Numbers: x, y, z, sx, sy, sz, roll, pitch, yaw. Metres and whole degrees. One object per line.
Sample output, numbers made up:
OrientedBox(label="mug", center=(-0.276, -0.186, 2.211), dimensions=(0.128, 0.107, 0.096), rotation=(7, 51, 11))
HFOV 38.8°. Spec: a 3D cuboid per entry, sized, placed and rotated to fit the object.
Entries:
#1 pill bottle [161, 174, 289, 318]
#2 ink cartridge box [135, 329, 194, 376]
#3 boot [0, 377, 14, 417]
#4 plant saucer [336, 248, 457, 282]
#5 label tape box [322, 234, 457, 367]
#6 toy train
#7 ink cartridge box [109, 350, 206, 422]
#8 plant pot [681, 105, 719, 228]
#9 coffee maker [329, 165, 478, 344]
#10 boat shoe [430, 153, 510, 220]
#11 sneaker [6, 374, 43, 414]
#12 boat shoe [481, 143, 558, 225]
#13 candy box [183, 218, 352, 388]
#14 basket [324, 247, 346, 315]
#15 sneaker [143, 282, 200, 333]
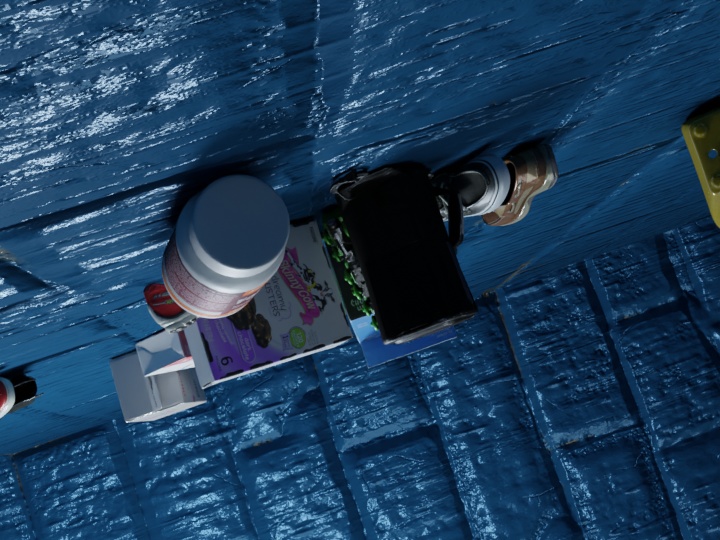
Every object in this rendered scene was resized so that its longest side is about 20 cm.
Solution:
OrientedBox(label="pill bottle", center=(-0.141, -0.023, 1.068), dimensions=(0.113, 0.115, 0.200), rotation=(-16, 172, -20))
OrientedBox(label="ink cartridge box", center=(-0.309, 0.140, 1.926), dimensions=(0.116, 0.068, 0.199), rotation=(-24, 170, 32))
OrientedBox(label="boot", center=(-0.672, 0.224, 1.650), dimensions=(0.198, 0.073, 0.144), rotation=(-18, 171, 21))
OrientedBox(label="plant saucer", center=(0.051, -0.021, 1.594), dimensions=(0.199, 0.039, 0.201), rotation=(-16, -153, 8))
OrientedBox(label="label tape box", center=(0.043, 0.021, 1.482), dimensions=(0.142, 0.202, 0.066), rotation=(-19, 167, 1))
OrientedBox(label="toy train", center=(0.000, 0.000, 1.379), dimensions=(0.041, 0.201, 0.057), rotation=(-22, -145, 10))
OrientedBox(label="ink cartridge box", center=(-0.403, 0.220, 2.027), dimensions=(0.124, 0.130, 0.200), rotation=(-19, 171, 4))
OrientedBox(label="plant pot", center=(0.593, -0.174, 1.539), dimensions=(0.193, 0.197, 0.199), rotation=(-24, 164, 33))
OrientedBox(label="coffee maker", center=(0.047, -0.015, 1.255), dimensions=(0.191, 0.202, 0.134), rotation=(-10, 168, -46))
OrientedBox(label="boat shoe", center=(0.122, -0.095, 1.352), dimensions=(0.070, 0.073, 0.200), rotation=(-19, 175, -29))
OrientedBox(label="sneaker", center=(-0.611, 0.223, 1.790), dimensions=(0.104, 0.060, 0.200), rotation=(-24, 180, -19))
OrientedBox(label="boat shoe", center=(0.204, -0.117, 1.432), dimensions=(0.071, 0.076, 0.200), rotation=(-12, 161, -19))
OrientedBox(label="candy box", center=(-0.130, 0.040, 1.320), dimensions=(0.198, 0.169, 0.071), rotation=(-16, 173, -26))
OrientedBox(label="basket", center=(-0.128, 0.040, 1.468), dimensions=(0.198, 0.137, 0.123), rotation=(-19, 176, 1))
OrientedBox(label="sneaker", center=(-0.172, -0.012, 1.223), dimensions=(0.200, 0.085, 0.077), rotation=(-40, -173, -18))
